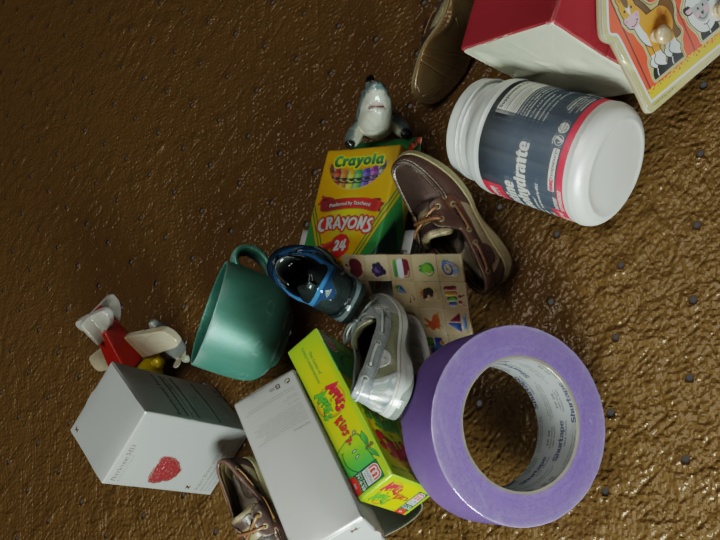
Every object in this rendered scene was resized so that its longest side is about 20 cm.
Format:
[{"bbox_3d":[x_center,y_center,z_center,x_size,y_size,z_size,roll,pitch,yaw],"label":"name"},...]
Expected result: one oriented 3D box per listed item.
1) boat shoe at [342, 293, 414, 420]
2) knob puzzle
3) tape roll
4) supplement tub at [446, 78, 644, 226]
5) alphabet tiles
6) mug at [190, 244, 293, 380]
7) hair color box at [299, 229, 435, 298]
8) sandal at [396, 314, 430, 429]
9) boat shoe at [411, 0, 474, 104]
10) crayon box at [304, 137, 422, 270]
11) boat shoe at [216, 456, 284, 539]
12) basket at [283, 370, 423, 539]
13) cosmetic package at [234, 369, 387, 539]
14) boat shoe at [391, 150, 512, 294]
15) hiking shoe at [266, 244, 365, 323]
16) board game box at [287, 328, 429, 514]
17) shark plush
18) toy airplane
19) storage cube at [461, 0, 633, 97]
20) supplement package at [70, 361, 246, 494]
[{"bbox_3d":[0.013,0.086,0.971,0.075,0.064,0.203,-60,19,28],"label":"boat shoe"},{"bbox_3d":[0.325,-0.300,0.901,0.030,0.218,0.222,16,84,66],"label":"knob puzzle"},{"bbox_3d":[0.149,0.162,0.900,0.085,0.198,0.202,148,132,-69],"label":"tape roll"},{"bbox_3d":[0.213,-0.144,1.004,0.199,0.140,0.142,25,90,41],"label":"supplement tub"},{"bbox_3d":[0.063,0.076,1.053,0.166,0.008,0.202,0,109,33],"label":"alphabet tiles"},{"bbox_3d":[-0.158,0.063,1.222,0.152,0.113,0.187,-161,92,-76],"label":"mug"},{"bbox_3d":[0.000,0.000,1.173,0.198,0.061,0.103,3,74,40],"label":"hair color box"},{"bbox_3d":[0.072,0.155,1.018,0.078,0.059,0.209,-15,66,27],"label":"sandal"},{"bbox_3d":[0.120,-0.332,1.204,0.072,0.071,0.202,-135,62,-70],"label":"boat shoe"},{"bbox_3d":[0.002,-0.091,1.136,0.126,0.051,0.202,0,70,38],"label":"crayon box"},{"bbox_3d":[-0.142,0.335,1.137,0.072,0.072,0.201,-39,55,20],"label":"boat shoe"},{"bbox_3d":[-0.033,0.228,1.075,0.179,0.136,0.201,-27,54,13],"label":"basket"},{"bbox_3d":[-0.053,0.223,0.939,0.084,0.108,0.201,-29,50,-1],"label":"cosmetic package"},{"bbox_3d":[0.101,-0.056,1.039,0.201,0.072,0.072,53,133,2],"label":"boat shoe"},{"bbox_3d":[-0.071,-0.003,1.050,0.199,0.086,0.075,22,83,56],"label":"hiking shoe"},{"bbox_3d":[0.000,0.167,0.958,0.048,0.101,0.201,-39,53,11],"label":"board game box"},{"bbox_3d":[0.027,-0.233,1.196,0.090,0.200,0.084,-7,109,11],"label":"shark plush"},{"bbox_3d":[-0.355,0.128,1.359,0.199,0.141,0.201,33,127,27],"label":"toy airplane"},{"bbox_3d":[0.248,-0.314,0.988,0.199,0.170,0.182,6,77,62],"label":"storage cube"},{"bbox_3d":[-0.283,0.229,1.225,0.120,0.199,0.122,40,100,40],"label":"supplement package"}]
